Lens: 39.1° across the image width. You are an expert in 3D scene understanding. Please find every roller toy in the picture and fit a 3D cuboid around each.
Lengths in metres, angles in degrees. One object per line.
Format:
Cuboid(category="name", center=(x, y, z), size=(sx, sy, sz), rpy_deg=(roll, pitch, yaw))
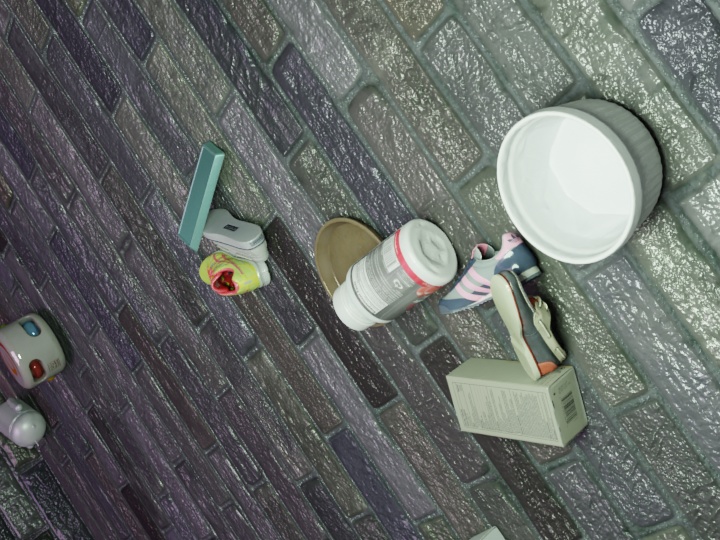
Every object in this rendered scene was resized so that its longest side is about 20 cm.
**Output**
Cuboid(category="roller toy", center=(-0.892, 0.217, 2.763), size=(0.201, 0.139, 0.182), rpy_deg=(62, 153, -6))

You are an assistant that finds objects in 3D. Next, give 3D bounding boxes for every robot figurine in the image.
Cuboid(category="robot figurine", center=(-1.041, 0.468, 3.108), size=(0.199, 0.113, 0.171), rpy_deg=(22, 133, 38))

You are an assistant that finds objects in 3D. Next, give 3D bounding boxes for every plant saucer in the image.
Cuboid(category="plant saucer", center=(0.000, 0.000, 1.723), size=(0.199, 0.029, 0.201), rpy_deg=(28, 132, 35))
Cuboid(category="plant saucer", center=(-0.303, -0.140, 1.910), size=(0.070, 0.019, 0.201), rpy_deg=(39, 116, 46))

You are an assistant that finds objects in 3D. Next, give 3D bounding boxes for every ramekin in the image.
Cuboid(category="ramekin", center=(0.281, -0.119, 1.273), size=(0.200, 0.105, 0.201), rpy_deg=(28, 132, 35))

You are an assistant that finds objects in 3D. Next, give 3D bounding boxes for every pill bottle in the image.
Cuboid(category="pill bottle", center=(0.047, 0.014, 1.581), size=(0.200, 0.111, 0.111), rpy_deg=(-37, 85, 39))

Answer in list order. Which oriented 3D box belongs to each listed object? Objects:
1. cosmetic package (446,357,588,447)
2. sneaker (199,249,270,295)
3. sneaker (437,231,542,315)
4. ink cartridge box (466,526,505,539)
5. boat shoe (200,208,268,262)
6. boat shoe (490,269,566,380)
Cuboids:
Cuboid(category="cosmetic package", center=(0.236, 0.198, 1.549), size=(0.199, 0.073, 0.104), rpy_deg=(2, 115, 48))
Cuboid(category="sneaker", center=(-0.266, 0.009, 1.974), size=(0.199, 0.090, 0.079), rpy_deg=(0, 115, 50))
Cuboid(category="sneaker", center=(0.179, 0.005, 1.501), size=(0.200, 0.070, 0.082), rpy_deg=(-28, 86, 45))
Cuboid(category="ink cartridge box", center=(0.208, 0.559, 1.800), size=(0.146, 0.083, 0.200), rpy_deg=(54, 141, 8))
Cuboid(category="boat shoe", center=(-0.242, -0.063, 1.923), size=(0.199, 0.072, 0.066), rpy_deg=(17, 140, 43))
Cuboid(category="boat shoe", center=(0.238, 0.070, 1.429), size=(0.201, 0.062, 0.071), rpy_deg=(63, 175, -35))
